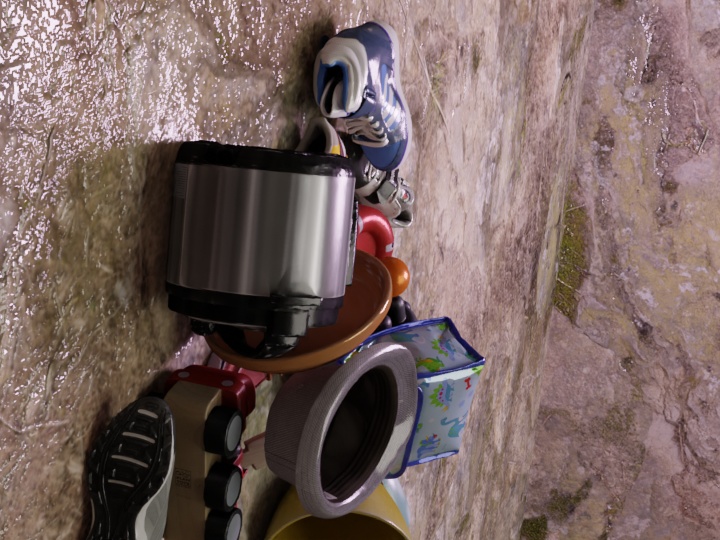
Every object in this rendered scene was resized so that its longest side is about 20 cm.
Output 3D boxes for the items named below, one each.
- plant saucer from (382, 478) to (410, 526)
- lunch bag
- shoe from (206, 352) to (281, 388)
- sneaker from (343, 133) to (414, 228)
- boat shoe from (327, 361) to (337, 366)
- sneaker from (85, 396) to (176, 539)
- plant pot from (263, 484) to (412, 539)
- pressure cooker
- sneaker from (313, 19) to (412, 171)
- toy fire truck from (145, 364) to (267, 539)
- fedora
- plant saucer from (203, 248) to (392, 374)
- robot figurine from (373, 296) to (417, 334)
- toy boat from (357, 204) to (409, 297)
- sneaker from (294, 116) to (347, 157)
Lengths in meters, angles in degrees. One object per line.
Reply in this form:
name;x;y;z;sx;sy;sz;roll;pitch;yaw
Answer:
plant saucer;0.022;0.286;1.698;0.027;0.200;0.200;-25;141;-12
lunch bag;0.043;0.168;1.532;0.200;0.127;0.170;-8;128;-28
shoe;-0.100;0.090;1.320;0.071;0.091;0.200;79;30;-50
sneaker;0.027;-0.118;1.590;0.200;0.088;0.074;61;45;-61
boat shoe;-0.052;0.135;1.548;0.200;0.074;0.067;-57;162;-22
sneaker;-0.212;0.208;1.110;0.079;0.074;0.200;-46;150;-75
plant pot;-0.031;0.333;1.573;0.142;0.200;0.200;-93;-179;-54
pressure cooker;-0.098;-0.018;1.126;0.176;0.179;0.200;-12;108;-76
sneaker;-0.008;-0.190;1.429;0.146;0.081;0.200;-41;134;-46
toy fire truck;-0.129;0.173;1.238;0.200;0.129;0.176;-53;148;-62
fedora;-0.030;0.155;1.219;0.200;0.090;0.177;-44;138;-43
plant saucer;-0.063;0.043;1.226;0.200;0.200;0.037;-58;142;-47
robot figurine;0.025;0.118;1.658;0.150;0.125;0.200;-20;133;-17
toy boat;0.000;0.000;1.505;0.200;0.131;0.131;-50;147;-55
sneaker;-0.070;-0.083;1.358;0.090;0.075;0.200;66;32;-48
